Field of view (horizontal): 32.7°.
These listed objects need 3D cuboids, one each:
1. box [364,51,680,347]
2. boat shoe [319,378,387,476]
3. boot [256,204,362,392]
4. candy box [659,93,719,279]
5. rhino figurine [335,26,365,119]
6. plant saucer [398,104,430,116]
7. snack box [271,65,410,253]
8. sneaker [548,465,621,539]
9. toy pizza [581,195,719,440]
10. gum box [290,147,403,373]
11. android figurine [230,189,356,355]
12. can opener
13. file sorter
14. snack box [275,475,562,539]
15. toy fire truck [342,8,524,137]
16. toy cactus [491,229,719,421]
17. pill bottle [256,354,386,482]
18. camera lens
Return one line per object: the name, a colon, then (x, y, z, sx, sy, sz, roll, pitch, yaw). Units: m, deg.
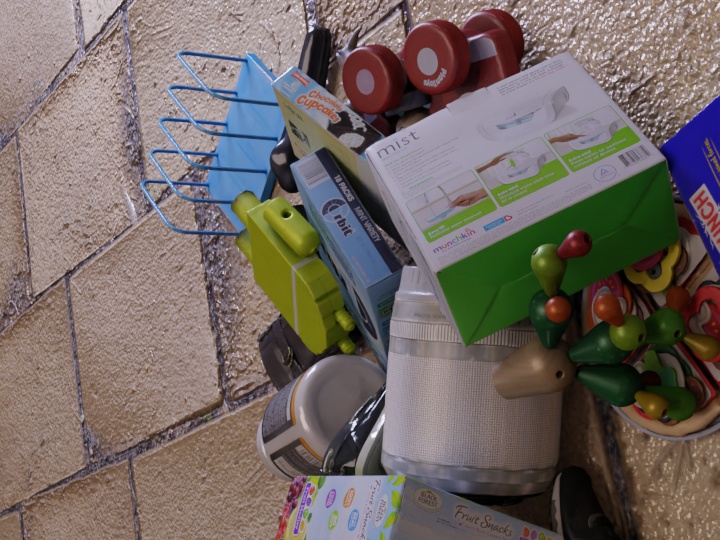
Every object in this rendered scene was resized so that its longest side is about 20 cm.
box: (0.128, -0.065, 1.008, 0.177, 0.199, 0.097, 61, 177, 48)
boat shoe: (0.031, 0.131, 1.196, 0.067, 0.200, 0.072, -2, 131, 43)
boot: (-0.077, 0.045, 1.440, 0.174, 0.069, 0.201, -45, 56, 44)
candy box: (0.327, -0.074, 0.862, 0.200, 0.076, 0.170, -44, 56, 44)
rhino figurine: (0.003, -0.165, 1.336, 0.087, 0.060, 0.202, -3, 86, 38)
plant saucer: (0.069, -0.127, 1.267, 0.070, 0.019, 0.202, -20, 74, 37)
snack box: (-0.005, -0.110, 1.235, 0.200, 0.037, 0.117, 41, 162, 29)
sneaker: (0.219, 0.260, 1.037, 0.087, 0.076, 0.202, -18, 64, 23)
toy pizza: (0.248, 0.039, 1.010, 0.199, 0.031, 0.202, -1, 89, 55)
gum box: (0.000, 0.000, 1.249, 0.171, 0.044, 0.201, 58, 172, 32)
android figurine: (-0.069, 0.007, 1.299, 0.200, 0.041, 0.183, 47, 156, 29)
can opener: (-0.062, -0.186, 1.444, 0.063, 0.078, 0.202, -54, -28, -84)
file sorter: (-0.185, -0.159, 1.551, 0.139, 0.122, 0.201, 49, 128, 44)
snack box: (0.046, 0.232, 1.063, 0.199, 0.168, 0.068, -14, 56, 59)
toy fire truck: (0.081, -0.150, 1.184, 0.199, 0.112, 0.170, -11, 97, 45)
toy cactus: (0.173, 0.052, 0.947, 0.164, 0.200, 0.103, -25, 42, 36)
pill bottle: (-0.042, 0.168, 1.329, 0.200, 0.115, 0.118, 139, 124, -64)
camera lens: (0.102, 0.101, 1.102, 0.159, 0.159, 0.202, 4, 90, 54)
